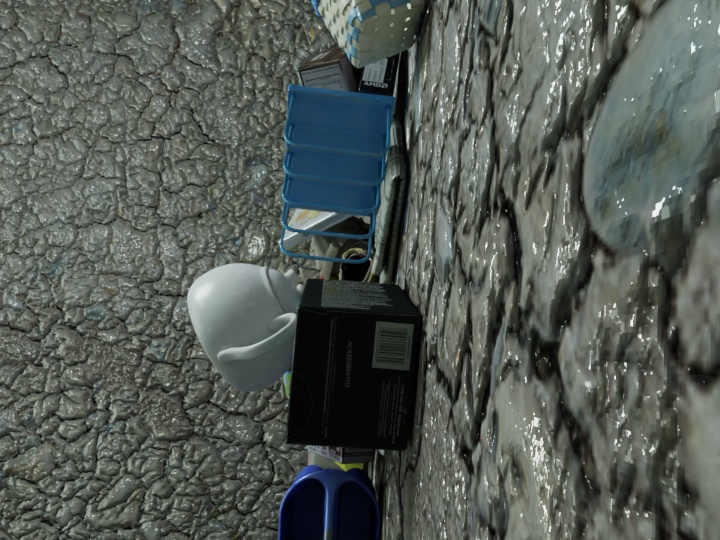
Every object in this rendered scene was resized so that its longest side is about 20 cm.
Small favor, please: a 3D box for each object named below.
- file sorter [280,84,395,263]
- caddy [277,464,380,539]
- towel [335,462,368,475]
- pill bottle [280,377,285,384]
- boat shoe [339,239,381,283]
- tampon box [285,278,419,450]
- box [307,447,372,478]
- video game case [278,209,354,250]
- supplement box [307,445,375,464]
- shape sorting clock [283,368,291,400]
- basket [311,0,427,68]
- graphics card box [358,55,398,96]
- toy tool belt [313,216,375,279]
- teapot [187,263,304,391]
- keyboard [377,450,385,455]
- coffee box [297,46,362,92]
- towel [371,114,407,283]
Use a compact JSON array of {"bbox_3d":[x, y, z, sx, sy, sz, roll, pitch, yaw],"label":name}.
[{"bbox_3d":[-0.036,-0.121,0.892,0.200,0.139,0.123,99,175,-46],"label":"file sorter"},{"bbox_3d":[-0.044,0.372,0.945,0.105,0.141,0.200,-83,-4,-86],"label":"caddy"},{"bbox_3d":[-0.001,0.215,1.031,0.086,0.018,0.200,15,98,59],"label":"towel"},{"bbox_3d":[-0.112,0.136,1.192,0.200,0.111,0.111,52,148,40],"label":"pill bottle"},{"bbox_3d":[0.000,0.000,1.053,0.200,0.072,0.060,-90,-22,-58],"label":"boat shoe"},{"bbox_3d":[-0.011,0.098,0.770,0.200,0.126,0.150,-102,17,-82],"label":"tampon box"},{"bbox_3d":[-0.038,0.309,1.210,0.200,0.109,0.128,106,167,-75],"label":"box"},{"bbox_3d":[-0.044,-0.122,1.165,0.023,0.182,0.200,56,-158,-20],"label":"video game case"},{"bbox_3d":[-0.025,0.178,1.001,0.109,0.061,0.200,-7,78,58],"label":"supplement box"},{"bbox_3d":[-0.073,0.115,0.994,0.200,0.039,0.200,-18,68,57],"label":"shape sorting clock"},{"bbox_3d":[0.001,-0.375,0.839,0.200,0.139,0.176,63,173,5],"label":"basket"},{"bbox_3d":[0.031,-0.300,1.042,0.126,0.051,0.200,97,-178,-58],"label":"graphics card box"},{"bbox_3d":[-0.017,-0.023,1.243,0.200,0.123,0.125,90,-165,-51],"label":"toy tool belt"},{"bbox_3d":[-0.140,0.066,0.947,0.200,0.146,0.197,65,-176,29],"label":"teapot"},{"bbox_3d":[0.034,0.157,0.952,0.056,0.011,0.200,113,160,-82],"label":"keyboard"},{"bbox_3d":[-0.025,-0.265,1.126,0.113,0.080,0.200,-59,-42,-55],"label":"coffee box"},{"bbox_3d":[0.038,-0.103,0.986,0.193,0.035,0.200,-90,4,-52],"label":"towel"}]
